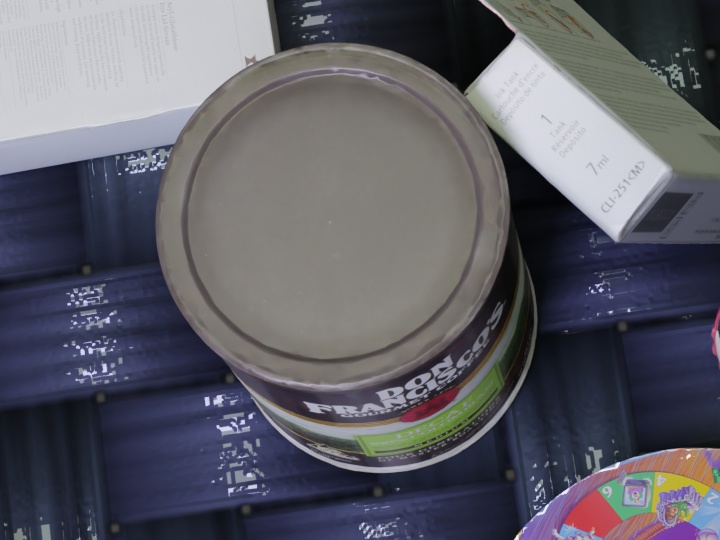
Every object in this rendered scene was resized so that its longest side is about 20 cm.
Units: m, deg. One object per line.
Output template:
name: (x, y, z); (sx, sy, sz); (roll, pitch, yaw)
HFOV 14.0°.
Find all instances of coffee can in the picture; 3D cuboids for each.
coffee can: (0.000, 0.000, 1.284); (0.146, 0.200, 0.147); (-2, 76, 7)

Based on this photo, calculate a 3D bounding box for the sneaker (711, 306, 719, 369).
sneaker: (0.249, 0.062, 1.312); (0.200, 0.075, 0.081); (33, 80, 13)

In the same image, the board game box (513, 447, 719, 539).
board game box: (0.145, 0.178, 1.259); (0.157, 0.039, 0.201); (-18, 102, 9)

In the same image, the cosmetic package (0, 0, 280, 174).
cosmetic package: (-0.122, -0.158, 1.418); (0.150, 0.052, 0.201); (-10, 74, 5)

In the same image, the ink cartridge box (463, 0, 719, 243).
ink cartridge box: (0.089, -0.084, 1.302); (0.174, 0.200, 0.044); (42, 104, 15)
